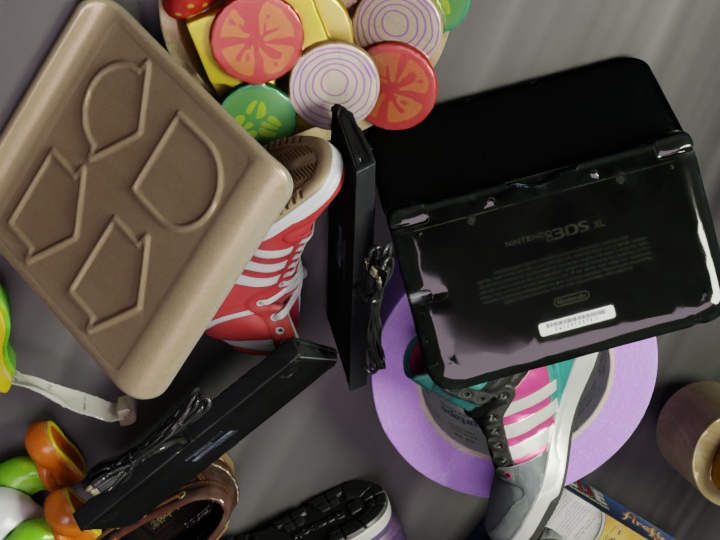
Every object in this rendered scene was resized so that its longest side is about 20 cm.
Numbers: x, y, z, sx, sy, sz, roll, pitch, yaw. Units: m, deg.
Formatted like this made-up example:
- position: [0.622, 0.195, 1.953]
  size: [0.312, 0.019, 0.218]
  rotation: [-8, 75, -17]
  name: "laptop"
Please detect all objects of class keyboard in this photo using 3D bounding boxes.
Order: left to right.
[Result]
- position: [-0.113, 0.108, 1.506]
  size: [0.200, 0.127, 0.021]
  rotation: [-40, 73, 15]
  name: "keyboard"
- position: [0.000, 0.000, 1.483]
  size: [0.020, 0.128, 0.201]
  rotation: [-9, 135, -10]
  name: "keyboard"

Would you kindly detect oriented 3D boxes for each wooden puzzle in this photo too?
- position: [-0.147, -0.048, 1.473]
  size: [0.200, 0.046, 0.186]
  rotation: [43, 111, 24]
  name: "wooden puzzle"

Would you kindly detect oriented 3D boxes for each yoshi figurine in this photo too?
- position: [-0.290, 0.180, 1.583]
  size: [0.199, 0.112, 0.113]
  rotation: [-27, 100, 10]
  name: "yoshi figurine"

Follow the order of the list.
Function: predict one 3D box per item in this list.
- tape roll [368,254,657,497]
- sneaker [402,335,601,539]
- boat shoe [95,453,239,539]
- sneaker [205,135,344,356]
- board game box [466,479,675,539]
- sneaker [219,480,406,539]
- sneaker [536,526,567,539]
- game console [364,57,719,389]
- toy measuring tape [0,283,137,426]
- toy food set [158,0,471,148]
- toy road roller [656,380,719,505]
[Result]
- position: [0.103, 0.056, 1.582]
  size: [0.198, 0.066, 0.202]
  rotation: [-2, 115, -4]
  name: "tape roll"
- position: [0.083, 0.088, 1.511]
  size: [0.120, 0.084, 0.202]
  rotation: [9, 107, -16]
  name: "sneaker"
- position: [-0.167, 0.206, 1.622]
  size: [0.070, 0.070, 0.200]
  rotation: [39, 107, -22]
  name: "boat shoe"
- position: [-0.052, -0.012, 1.502]
  size: [0.112, 0.072, 0.200]
  rotation: [32, 137, -28]
  name: "sneaker"
- position: [0.125, 0.248, 1.693]
  size: [0.135, 0.035, 0.200]
  rotation: [33, 108, -19]
  name: "board game box"
- position: [-0.057, 0.234, 1.648]
  size: [0.199, 0.076, 0.088]
  rotation: [-22, 122, 5]
  name: "sneaker"
- position: [0.111, 0.267, 1.593]
  size: [0.087, 0.075, 0.201]
  rotation: [23, 118, 8]
  name: "sneaker"
- position: [0.118, -0.033, 1.476]
  size: [0.198, 0.116, 0.177]
  rotation: [-15, 93, 0]
  name: "game console"
- position: [-0.234, 0.044, 1.538]
  size: [0.199, 0.074, 0.074]
  rotation: [20, 112, -15]
  name: "toy measuring tape"
- position: [-0.030, -0.170, 1.468]
  size: [0.199, 0.049, 0.199]
  rotation: [-21, 116, 4]
  name: "toy food set"
- position: [0.323, 0.102, 1.602]
  size: [0.199, 0.123, 0.147]
  rotation: [17, 99, -16]
  name: "toy road roller"
